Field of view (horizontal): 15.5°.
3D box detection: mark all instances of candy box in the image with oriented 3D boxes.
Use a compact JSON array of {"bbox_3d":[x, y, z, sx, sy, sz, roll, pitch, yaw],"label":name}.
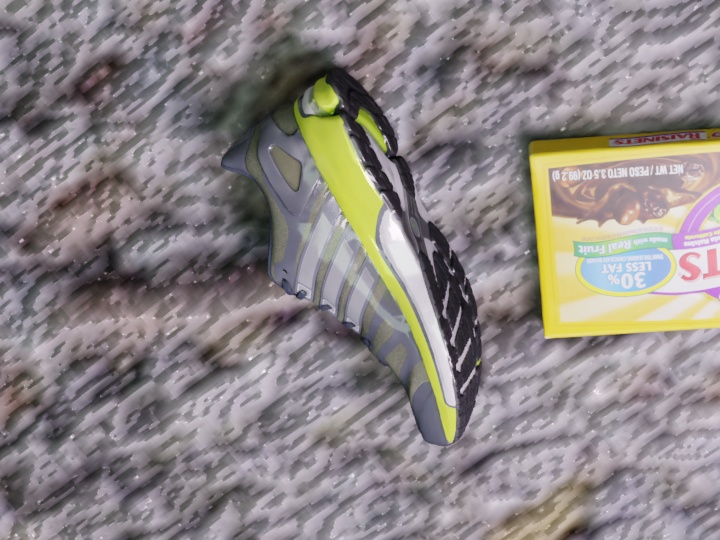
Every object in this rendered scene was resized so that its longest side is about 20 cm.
[{"bbox_3d":[0.187,-0.021,1.327,0.199,0.026,0.102,-4,113,7],"label":"candy box"}]

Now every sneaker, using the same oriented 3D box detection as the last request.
[{"bbox_3d":[0.000,0.000,1.335,0.081,0.074,0.200,-20,101,21],"label":"sneaker"}]
